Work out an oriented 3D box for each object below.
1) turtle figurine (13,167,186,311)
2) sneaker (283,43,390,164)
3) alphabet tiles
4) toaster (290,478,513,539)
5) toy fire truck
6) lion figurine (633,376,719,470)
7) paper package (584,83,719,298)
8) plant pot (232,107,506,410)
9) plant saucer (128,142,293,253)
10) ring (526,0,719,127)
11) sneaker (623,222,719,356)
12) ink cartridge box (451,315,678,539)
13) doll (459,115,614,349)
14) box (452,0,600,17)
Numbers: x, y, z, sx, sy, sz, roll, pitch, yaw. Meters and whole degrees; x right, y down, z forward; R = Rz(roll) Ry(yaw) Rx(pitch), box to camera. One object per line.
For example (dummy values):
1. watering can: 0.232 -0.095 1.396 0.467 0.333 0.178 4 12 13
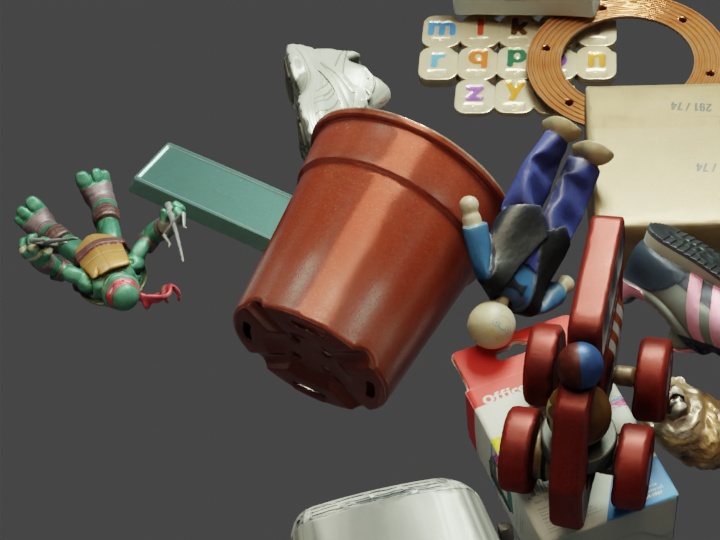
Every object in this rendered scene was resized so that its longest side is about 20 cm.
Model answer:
1. turtle figurine: -0.239 -0.019 1.517 0.149 0.101 0.200 -13 32 -24
2. sneaker: -0.016 -0.157 1.625 0.099 0.078 0.200 -9 49 -5
3. alphabet tiles: 0.161 -0.224 1.700 0.199 0.015 0.196 0 50 8
4. toaster: 0.025 0.242 1.250 0.200 0.114 0.129 -13 45 -1
5. toy fire truck: 0.167 0.080 1.240 0.112 0.168 0.200 7 51 16
6. lion figurine: 0.331 0.121 1.354 0.200 0.073 0.123 -10 39 -21
7. paper package: 0.304 -0.074 1.493 0.199 0.104 0.191 -2 48 6
8. plant pot: 0.000 0.000 1.421 0.200 0.201 0.195 20 63 23
9. plant saucer: -0.128 -0.070 1.600 0.200 0.019 0.070 24 56 26
10. ring: 0.264 -0.203 1.649 0.200 0.019 0.201 -4 49 5
11. sneaker: 0.300 0.047 1.367 0.200 0.082 0.070 42 26 26
12. ink cartridge box: 0.160 0.141 1.347 0.116 0.067 0.200 -18 49 -9
13. doll: 0.137 -0.027 1.385 0.048 0.136 0.200 3 65 58
14. box: 0.186 -0.363 1.734 0.152 0.106 0.200 4 43 20
